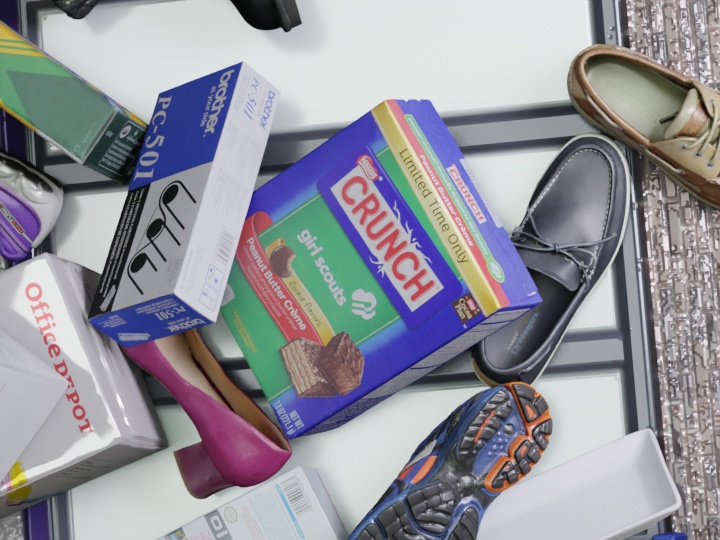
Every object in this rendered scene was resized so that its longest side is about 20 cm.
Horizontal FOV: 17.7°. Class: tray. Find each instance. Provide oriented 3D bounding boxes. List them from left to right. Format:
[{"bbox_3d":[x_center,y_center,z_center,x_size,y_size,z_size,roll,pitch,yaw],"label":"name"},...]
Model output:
[{"bbox_3d":[0.128,0.184,1.633,0.200,0.107,0.022,-25,116,6],"label":"tray"}]

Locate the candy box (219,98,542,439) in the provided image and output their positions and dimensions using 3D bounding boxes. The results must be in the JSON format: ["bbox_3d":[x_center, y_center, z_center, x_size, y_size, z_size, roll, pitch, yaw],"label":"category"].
[{"bbox_3d":[0.000,0.000,1.637,0.200,0.077,0.169,-34,79,26],"label":"candy box"}]

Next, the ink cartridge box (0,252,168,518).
[{"bbox_3d":[-0.265,0.098,1.667,0.200,0.145,0.147,-23,81,7],"label":"ink cartridge box"}]

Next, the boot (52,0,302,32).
[{"bbox_3d":[-0.152,-0.227,1.707,0.158,0.079,0.211,-34,71,-2],"label":"boot"}]

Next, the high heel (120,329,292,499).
[{"bbox_3d":[-0.112,0.062,1.671,0.096,0.067,0.200,-26,86,36],"label":"high heel"}]

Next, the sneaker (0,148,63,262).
[{"bbox_3d":[-0.321,-0.074,1.726,0.200,0.081,0.083,32,97,9],"label":"sneaker"}]

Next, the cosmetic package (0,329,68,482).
[{"bbox_3d":[-0.324,0.055,1.505,0.199,0.200,0.123,35,88,11],"label":"cosmetic package"}]

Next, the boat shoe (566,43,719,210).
[{"bbox_3d":[0.233,-0.098,1.643,0.200,0.074,0.076,28,90,10],"label":"boat shoe"}]

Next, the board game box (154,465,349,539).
[{"bbox_3d":[-0.093,0.251,1.671,0.200,0.064,0.148,-27,81,4],"label":"board game box"}]

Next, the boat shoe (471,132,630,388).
[{"bbox_3d":[0.137,-0.006,1.657,0.075,0.062,0.200,26,88,12],"label":"boat shoe"}]

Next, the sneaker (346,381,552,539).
[{"bbox_3d":[0.054,0.161,1.638,0.200,0.078,0.075,-44,103,-12],"label":"sneaker"}]

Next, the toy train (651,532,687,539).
[{"bbox_3d":[0.182,0.286,1.622,0.116,0.085,0.200,-4,85,19],"label":"toy train"}]

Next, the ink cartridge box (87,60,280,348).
[{"bbox_3d":[-0.124,-0.047,1.644,0.094,0.044,0.200,-16,48,41],"label":"ink cartridge box"}]

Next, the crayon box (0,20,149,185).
[{"bbox_3d":[-0.253,-0.145,1.694,0.200,0.126,0.052,34,91,9],"label":"crayon box"}]
